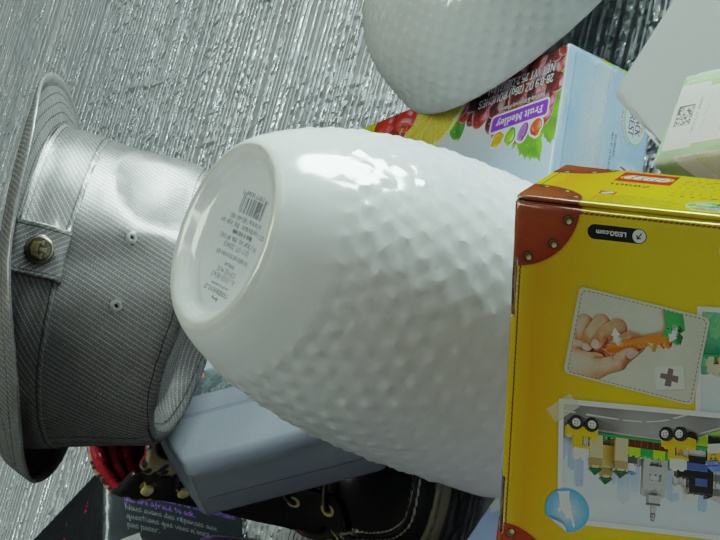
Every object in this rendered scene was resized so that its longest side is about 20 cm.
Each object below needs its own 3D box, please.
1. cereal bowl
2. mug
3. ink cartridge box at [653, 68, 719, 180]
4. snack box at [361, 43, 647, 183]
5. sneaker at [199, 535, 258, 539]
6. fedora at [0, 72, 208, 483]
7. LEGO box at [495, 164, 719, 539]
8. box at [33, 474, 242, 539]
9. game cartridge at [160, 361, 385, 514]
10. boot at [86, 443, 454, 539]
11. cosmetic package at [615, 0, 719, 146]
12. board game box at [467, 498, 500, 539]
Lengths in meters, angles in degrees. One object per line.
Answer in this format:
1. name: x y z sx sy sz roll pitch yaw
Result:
1. cereal bowl: 0.074 -0.184 1.150 0.200 0.083 0.200 -40 18 15
2. mug: 0.000 0.000 0.984 0.148 0.175 0.200 -61 32 13
3. ink cartridge box: 0.227 -0.034 0.778 0.200 0.145 0.048 -5 57 58
4. snack box: 0.062 -0.012 1.131 0.200 0.067 0.169 -17 58 56
5. sneaker: -0.018 0.183 1.054 0.200 0.089 0.081 14 58 37
6. fedora: -0.118 0.007 1.031 0.177 0.090 0.201 86 -169 -61
7. LEGO box: 0.154 0.049 0.752 0.077 0.199 0.150 -31 -55 -67
8. box: -0.140 0.239 1.261 0.122 0.106 0.201 -45 35 34
9. game cartridge: -0.055 0.032 1.114 0.133 0.041 0.200 -17 47 2
10. boot: -0.052 0.107 1.149 0.200 0.150 0.073 11 87 63
11. cosmetic package: 0.211 -0.130 0.957 0.200 0.074 0.102 -59 29 19
12. board game box: 0.133 0.100 0.963 0.200 0.036 0.151 -59 30 17
